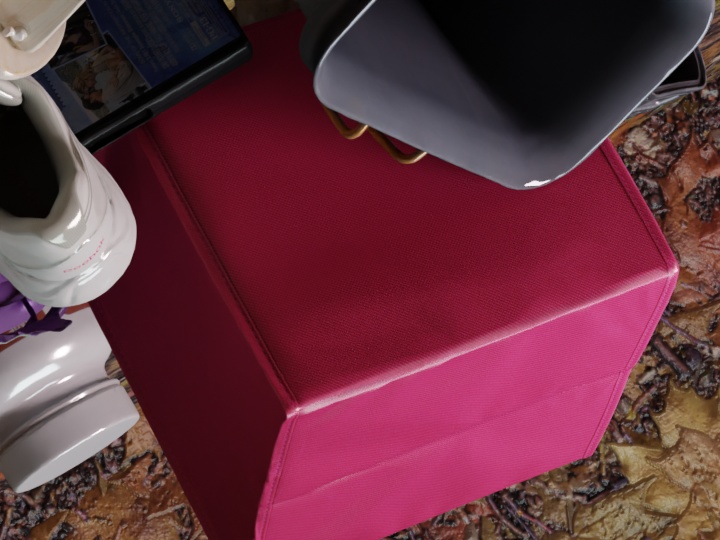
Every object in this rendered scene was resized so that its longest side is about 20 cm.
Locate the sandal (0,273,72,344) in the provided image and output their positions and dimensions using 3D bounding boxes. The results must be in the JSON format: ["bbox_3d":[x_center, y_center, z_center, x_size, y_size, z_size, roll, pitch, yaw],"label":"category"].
[{"bbox_3d":[-0.160,0.010,1.398,0.082,0.050,0.203,-27,171,-16],"label":"sandal"}]

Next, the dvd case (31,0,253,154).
[{"bbox_3d":[-0.166,-0.099,1.318,0.200,0.143,0.018,-31,157,-5],"label":"dvd case"}]

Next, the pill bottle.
[{"bbox_3d":[-0.214,0.022,1.707,0.112,0.200,0.112,-31,173,-4],"label":"pill bottle"}]

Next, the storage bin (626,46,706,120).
[{"bbox_3d":[0.104,-0.175,1.661,0.094,0.200,0.135,-23,177,23],"label":"storage bin"}]

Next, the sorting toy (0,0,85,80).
[{"bbox_3d":[-0.084,-0.197,1.220,0.200,0.107,0.180,-42,180,26],"label":"sorting toy"}]

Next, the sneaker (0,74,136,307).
[{"bbox_3d":[-0.169,-0.078,1.239,0.078,0.200,0.099,-44,169,-10],"label":"sneaker"}]

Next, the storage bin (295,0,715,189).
[{"bbox_3d":[0.030,-0.132,1.261,0.146,0.134,0.200,-46,147,17],"label":"storage bin"}]

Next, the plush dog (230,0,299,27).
[{"bbox_3d":[-0.025,-0.120,1.570,0.160,0.200,0.172,-25,135,-35],"label":"plush dog"}]

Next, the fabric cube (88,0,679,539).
[{"bbox_3d":[0.000,0.000,1.393,0.199,0.196,0.200,-19,155,-20],"label":"fabric cube"}]
